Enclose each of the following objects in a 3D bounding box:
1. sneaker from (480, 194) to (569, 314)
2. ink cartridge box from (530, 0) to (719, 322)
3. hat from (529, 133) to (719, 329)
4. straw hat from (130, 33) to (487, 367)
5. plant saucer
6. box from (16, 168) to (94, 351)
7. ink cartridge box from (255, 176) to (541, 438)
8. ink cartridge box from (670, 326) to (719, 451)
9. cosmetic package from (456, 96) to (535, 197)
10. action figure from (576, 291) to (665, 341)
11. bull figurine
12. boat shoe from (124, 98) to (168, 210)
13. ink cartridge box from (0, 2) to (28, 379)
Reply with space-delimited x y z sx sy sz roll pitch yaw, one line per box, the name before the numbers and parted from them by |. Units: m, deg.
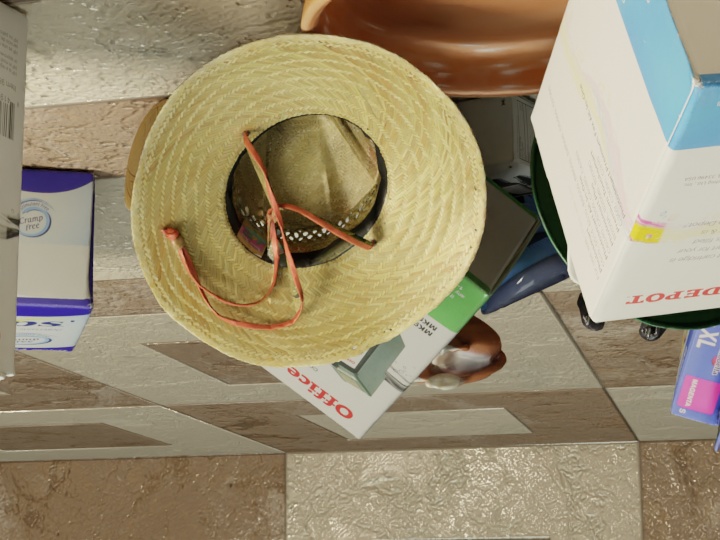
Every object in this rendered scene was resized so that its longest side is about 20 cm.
sneaker | 0.098 -0.023 1.111 0.073 0.083 0.200 -22 -172 -2
ink cartridge box | 0.163 -0.073 0.731 0.127 0.126 0.201 -5 149 -12
hat | 0.204 -0.089 0.842 0.165 0.201 0.176 34 150 -3
straw hat | -0.030 -0.052 0.888 0.199 0.203 0.085 -1 -152 2
plant saucer | 0.068 -0.137 0.817 0.198 0.038 0.200 -1 167 0
box | -0.303 -0.006 1.237 0.182 0.106 0.200 2 167 -14
ink cartridge box | 0.000 0.000 1.035 0.145 0.084 0.200 37 140 0
ink cartridge box | 0.249 0.020 1.101 0.042 0.120 0.200 14 -150 6
cosmetic package | 0.037 -0.069 1.083 0.198 0.051 0.082 -9 164 35
action figure | 0.190 -0.036 1.130 0.117 0.103 0.201 5 148 10
bull figurine | 0.015 0.039 1.245 0.198 0.066 0.121 18 -163 29
boat shoe | -0.085 -0.076 1.002 0.069 0.072 0.199 10 163 -31
ink cartridge box | -0.245 -0.051 0.814 0.083 0.202 0.145 -6 166 24
